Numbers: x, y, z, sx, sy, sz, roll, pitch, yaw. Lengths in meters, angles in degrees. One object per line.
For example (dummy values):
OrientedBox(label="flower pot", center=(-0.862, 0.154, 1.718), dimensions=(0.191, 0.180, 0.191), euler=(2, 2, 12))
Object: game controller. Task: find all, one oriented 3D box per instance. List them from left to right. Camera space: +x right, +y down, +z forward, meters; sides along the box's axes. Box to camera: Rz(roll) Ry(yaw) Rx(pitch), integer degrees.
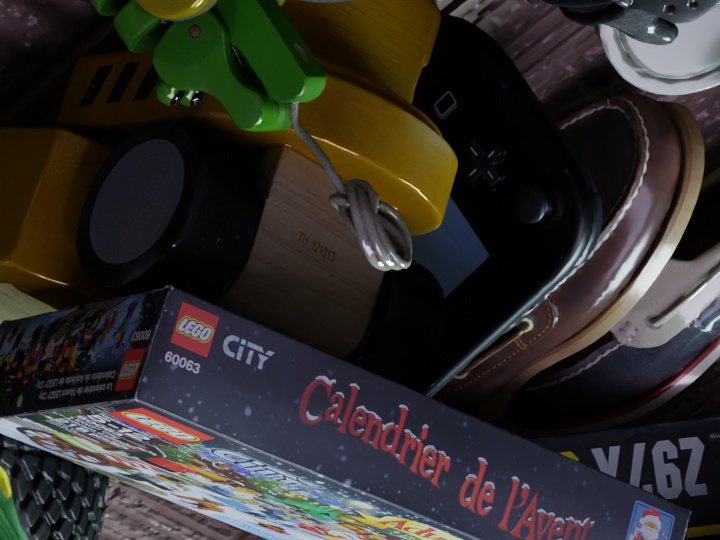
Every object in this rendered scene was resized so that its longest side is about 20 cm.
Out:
OrientedBox(label="game controller", center=(0.000, 0.000, 1.000), dimensions=(0.200, 0.105, 0.042), euler=(-43, 171, 33))

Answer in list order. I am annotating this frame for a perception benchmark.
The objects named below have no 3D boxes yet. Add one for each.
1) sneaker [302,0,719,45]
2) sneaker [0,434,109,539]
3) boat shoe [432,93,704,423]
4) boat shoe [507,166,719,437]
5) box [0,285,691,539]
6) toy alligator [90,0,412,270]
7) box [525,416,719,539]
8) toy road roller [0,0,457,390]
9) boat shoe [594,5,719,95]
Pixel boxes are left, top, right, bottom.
OrientedBox(label="sneaker", center=(0.063, -0.098, 0.818), dimensions=(0.198, 0.077, 0.084), euler=(-6, 134, -2))
OrientedBox(label="sneaker", center=(-0.158, 0.062, 1.059), dimensions=(0.085, 0.078, 0.200), euler=(-3, 148, 26))
OrientedBox(label="boat shoe", center=(0.047, 0.006, 1.037), dimensions=(0.070, 0.071, 0.200), euler=(14, 133, -33))
OrientedBox(label="boat shoe", center=(0.125, -0.004, 1.049), dimensions=(0.199, 0.071, 0.063), euler=(-31, 124, 27))
OrientedBox(label="box", center=(-0.012, 0.064, 0.908), dimensions=(0.199, 0.038, 0.136), euler=(24, 164, -25))
OrientedBox(label="toy alligator", center=(-0.051, -0.078, 0.840), dimensions=(0.054, 0.201, 0.059), euler=(-30, 172, 22))
OrientedBox(label="box", center=(0.087, 0.092, 1.103), dimensions=(0.198, 0.050, 0.160), euler=(-6, 170, -11))
OrientedBox(label="toy road roller", center=(-0.053, -0.039, 0.947), dimensions=(0.123, 0.147, 0.199), euler=(30, 161, -38))
OrientedBox(label="boat shoe", center=(0.173, -0.119, 0.943), dimensions=(0.200, 0.061, 0.072), euler=(-17, 110, 3))
